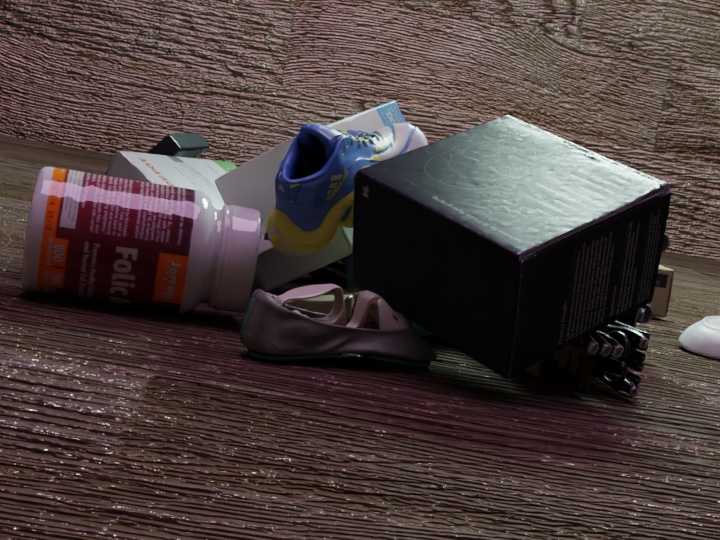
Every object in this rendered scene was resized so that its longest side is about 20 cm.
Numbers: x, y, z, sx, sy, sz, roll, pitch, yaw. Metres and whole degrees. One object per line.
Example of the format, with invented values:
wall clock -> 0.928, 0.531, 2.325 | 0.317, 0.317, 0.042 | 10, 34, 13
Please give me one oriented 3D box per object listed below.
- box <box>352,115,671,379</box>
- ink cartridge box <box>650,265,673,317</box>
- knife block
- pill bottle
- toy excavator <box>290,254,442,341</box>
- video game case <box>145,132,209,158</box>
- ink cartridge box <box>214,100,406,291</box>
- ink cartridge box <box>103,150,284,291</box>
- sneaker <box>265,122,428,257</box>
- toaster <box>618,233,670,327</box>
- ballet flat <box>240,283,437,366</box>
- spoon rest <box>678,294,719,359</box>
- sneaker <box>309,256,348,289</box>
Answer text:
box -> 0.129, -0.029, 1.147 | 0.196, 0.124, 0.200 | -21, 37, -36
ink cartridge box -> 0.331, 0.007, 1.901 | 0.164, 0.075, 0.200 | 6, 7, -22
knife block -> 0.174, 0.064, 1.218 | 0.199, 0.064, 0.175 | 13, 7, 22
pill bottle -> -0.196, -0.023, 1.173 | 0.199, 0.115, 0.114 | 8, 7, -10
toy excavator -> 0.014, 0.025, 1.272 | 0.199, 0.100, 0.194 | -6, 12, -15
video game case -> -0.262, -0.091, 1.496 | 0.026, 0.181, 0.200 | 50, 6, -4
ink cartridge box -> -0.036, -0.074, 1.311 | 0.128, 0.126, 0.200 | -24, 2, 38
ink cartridge box -> -0.167, -0.049, 1.377 | 0.146, 0.085, 0.200 | 41, 21, 25
sneaker -> -0.006, -0.097, 1.169 | 0.076, 0.105, 0.200 | 28, 52, 25
toaster -> 0.232, -0.009, 1.448 | 0.199, 0.182, 0.119 | 13, 4, 18
ballet flat -> -0.009, 0.045, 1.098 | 0.199, 0.064, 0.067 | 6, 8, -37
spoon rest -> 0.453, 0.079, 1.617 | 0.099, 0.061, 0.200 | 11, 20, 20
sneaker -> 0.000, 0.000, 1.460 | 0.200, 0.072, 0.083 | 31, -23, 22
